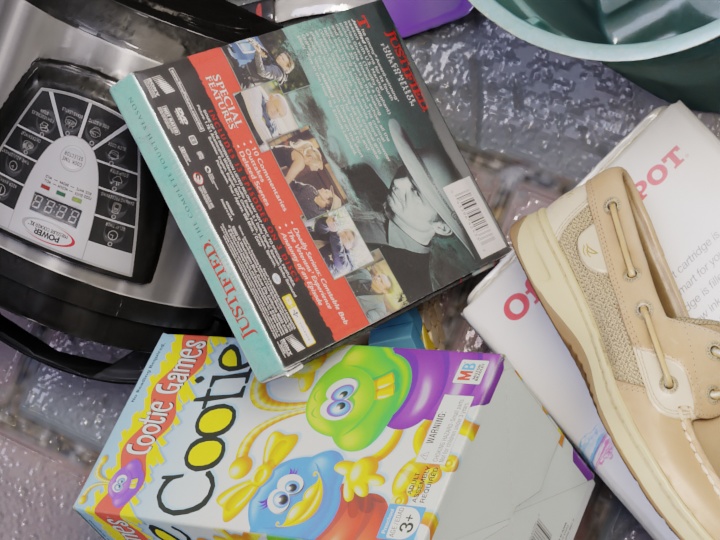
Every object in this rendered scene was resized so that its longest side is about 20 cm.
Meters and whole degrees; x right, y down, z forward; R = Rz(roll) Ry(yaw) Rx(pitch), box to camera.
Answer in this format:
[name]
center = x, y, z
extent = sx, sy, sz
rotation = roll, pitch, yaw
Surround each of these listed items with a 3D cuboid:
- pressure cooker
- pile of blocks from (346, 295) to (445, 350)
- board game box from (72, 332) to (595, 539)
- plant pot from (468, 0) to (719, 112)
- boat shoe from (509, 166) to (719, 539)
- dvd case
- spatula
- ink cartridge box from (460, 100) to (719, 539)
[pressure cooker]
center = -0.126, -0.045, 1.117
extent = 0.176, 0.178, 0.201
rotation = 38, 110, 50
[pile of blocks]
center = 0.000, 0.000, 1.111
extent = 0.062, 0.082, 0.202
rotation = -13, 75, 19
[board game box]
center = -0.013, 0.103, 1.016
extent = 0.199, 0.103, 0.105
rotation = 1, 54, 37
[plant pot]
center = 0.151, -0.167, 1.019
extent = 0.198, 0.196, 0.202
rotation = -5, 77, 22
[boat shoe]
center = 0.135, 0.045, 0.958
extent = 0.064, 0.071, 0.201
rotation = -33, 68, 13
[dvd case]
center = -0.016, -0.043, 1.024
extent = 0.022, 0.199, 0.147
rotation = -29, 88, 38
[spatula]
center = -0.029, -0.139, 1.183
extent = 0.198, 0.021, 0.057
rotation = -10, 70, 21
[ink cartridge box]
center = 0.166, 0.044, 1.031
extent = 0.145, 0.087, 0.200
rotation = -44, 69, 8
